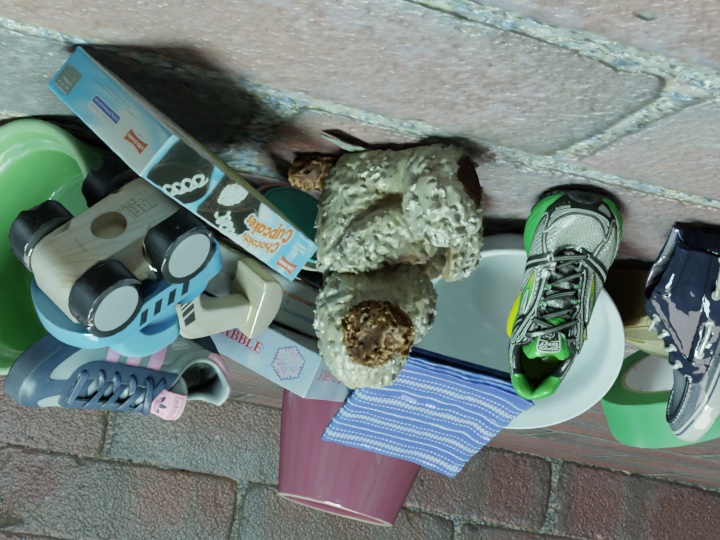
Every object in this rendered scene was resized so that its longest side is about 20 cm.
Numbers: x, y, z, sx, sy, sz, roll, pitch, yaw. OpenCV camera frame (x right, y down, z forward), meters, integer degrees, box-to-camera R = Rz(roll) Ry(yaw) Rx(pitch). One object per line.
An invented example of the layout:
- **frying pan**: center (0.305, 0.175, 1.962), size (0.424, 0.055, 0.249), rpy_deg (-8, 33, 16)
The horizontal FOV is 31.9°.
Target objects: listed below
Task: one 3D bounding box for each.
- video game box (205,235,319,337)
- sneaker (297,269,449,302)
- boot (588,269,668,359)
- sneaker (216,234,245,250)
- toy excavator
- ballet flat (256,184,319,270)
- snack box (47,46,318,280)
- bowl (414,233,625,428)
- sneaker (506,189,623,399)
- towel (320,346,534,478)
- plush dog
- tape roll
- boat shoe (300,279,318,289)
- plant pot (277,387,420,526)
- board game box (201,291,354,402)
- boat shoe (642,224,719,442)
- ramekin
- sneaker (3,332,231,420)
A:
- **video game box**: center (-0.145, -0.015, 1.137), size (0.199, 0.047, 0.182), rpy_deg (27, 177, 37)
- **sneaker**: center (0.000, 0.000, 1.185), size (0.198, 0.077, 0.077), rpy_deg (17, 162, -26)
- **boot**: center (0.315, 0.046, 1.183), size (0.198, 0.074, 0.155), rpy_deg (-1, 166, 33)
- **sneaker**: center (-0.142, 0.020, 1.345), size (0.075, 0.093, 0.199), rpy_deg (0, 165, 34)
- **toy excavator**: center (-0.146, 0.011, 0.934), size (0.100, 0.194, 0.201), rpy_deg (38, 149, 27)
- **ballet flat**: center (-0.041, -0.026, 1.058), size (0.069, 0.071, 0.199), rpy_deg (-1, 172, 38)
- **snack box**: center (-0.118, -0.069, 0.874), size (0.116, 0.037, 0.200), rpy_deg (42, -178, 32)
- **bowl**: center (0.139, 0.039, 1.140), size (0.198, 0.091, 0.203), rpy_deg (5, 127, 7)
- **sneaker**: center (0.163, 0.022, 1.008), size (0.077, 0.086, 0.202), rpy_deg (8, 130, 3)
- **towel**: center (0.060, 0.132, 1.138), size (0.143, 0.024, 0.200), rpy_deg (16, 146, -13)
- **plush dog**: center (0.010, 0.004, 0.958), size (0.158, 0.174, 0.200), rpy_deg (8, 169, 6)
- **tape roll**: center (0.339, 0.110, 1.263), size (0.198, 0.049, 0.201), rpy_deg (-22, -171, 4)
- **boat shoe**: center (0.007, 0.032, 1.356), size (0.071, 0.073, 0.199), rpy_deg (19, 158, -39)
- **plant pot**: center (-0.004, 0.164, 1.325), size (0.197, 0.182, 0.200), rpy_deg (14, 166, 3)
- **board game box**: center (-0.095, 0.060, 1.167), size (0.198, 0.042, 0.200), rpy_deg (27, -179, 17)
- **boat shoe**: center (0.270, 0.050, 1.049), size (0.091, 0.202, 0.075), rpy_deg (14, -150, -1)
- **ramekin**: center (-0.248, -0.014, 1.028), size (0.198, 0.203, 0.097), rpy_deg (0, 173, 35)
- **sneaker**: center (-0.175, 0.080, 0.959), size (0.082, 0.071, 0.199), rpy_deg (46, -150, 22)
